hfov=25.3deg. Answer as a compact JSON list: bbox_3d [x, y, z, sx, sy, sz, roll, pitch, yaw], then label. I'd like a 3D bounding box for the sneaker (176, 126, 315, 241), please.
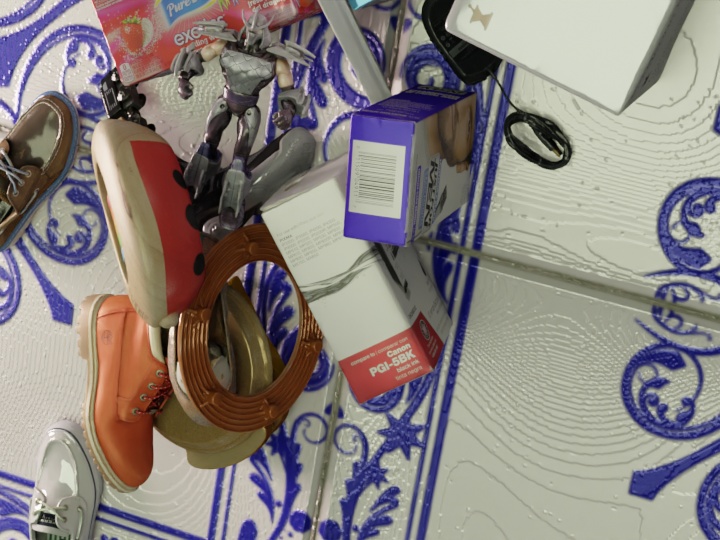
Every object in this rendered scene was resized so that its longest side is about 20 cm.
[{"bbox_3d":[-0.142,-0.090,1.573,0.200,0.075,0.114,-45,69,8],"label":"sneaker"}]

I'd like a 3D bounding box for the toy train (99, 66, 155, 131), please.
[{"bbox_3d":[-0.220,-0.119,1.564,0.046,0.034,0.201,-34,55,19],"label":"toy train"}]

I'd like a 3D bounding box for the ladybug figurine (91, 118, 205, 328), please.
[{"bbox_3d":[-0.188,-0.045,1.440,0.071,0.136,0.202,-14,76,-13],"label":"ladybug figurine"}]

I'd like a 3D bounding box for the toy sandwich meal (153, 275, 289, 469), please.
[{"bbox_3d":[-0.153,0.097,1.634,0.203,0.070,0.208,5,101,30],"label":"toy sandwich meal"}]

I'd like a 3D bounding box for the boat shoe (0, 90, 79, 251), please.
[{"bbox_3d":[-0.355,-0.093,1.652,0.072,0.072,0.201,34,112,8],"label":"boat shoe"}]

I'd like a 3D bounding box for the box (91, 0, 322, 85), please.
[{"bbox_3d":[-0.140,-0.255,1.518,0.198,0.100,0.096,-18,97,24],"label":"box"}]

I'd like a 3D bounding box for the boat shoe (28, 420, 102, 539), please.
[{"bbox_3d":[-0.323,0.266,1.735,0.073,0.067,0.202,3,104,19],"label":"boat shoe"}]

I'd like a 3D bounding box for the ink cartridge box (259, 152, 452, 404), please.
[{"bbox_3d":[0.000,0.000,1.494,0.082,0.147,0.201,-25,100,16],"label":"ink cartridge box"}]

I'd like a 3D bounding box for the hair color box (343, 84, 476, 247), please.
[{"bbox_3d":[0.047,-0.098,1.433,0.064,0.200,0.111,9,106,16],"label":"hair color box"}]

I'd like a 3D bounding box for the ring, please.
[{"bbox_3d":[-0.097,0.056,1.530,0.019,0.199,0.203,11,108,39],"label":"ring"}]

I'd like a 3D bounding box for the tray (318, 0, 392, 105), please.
[{"bbox_3d":[-0.016,-0.224,1.434,0.022,0.108,0.201,-25,130,5],"label":"tray"}]

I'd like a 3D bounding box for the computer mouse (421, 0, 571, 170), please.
[{"bbox_3d":[0.125,-0.174,1.482,0.058,0.034,0.201,-36,94,-5],"label":"computer mouse"}]

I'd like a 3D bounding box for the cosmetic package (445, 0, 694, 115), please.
[{"bbox_3d":[0.196,-0.251,1.340,0.165,0.200,0.169,28,112,11],"label":"cosmetic package"}]

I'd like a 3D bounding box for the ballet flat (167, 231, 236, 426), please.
[{"bbox_3d":[-0.155,0.066,1.528,0.067,0.067,0.202,-5,109,-1],"label":"ballet flat"}]

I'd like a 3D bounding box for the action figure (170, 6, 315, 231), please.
[{"bbox_3d":[-0.112,-0.145,1.462,0.129,0.069,0.202,21,115,10],"label":"action figure"}]

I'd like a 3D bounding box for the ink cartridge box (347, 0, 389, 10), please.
[{"bbox_3d":[0.020,-0.352,1.418,0.124,0.128,0.201,-24,95,23],"label":"ink cartridge box"}]

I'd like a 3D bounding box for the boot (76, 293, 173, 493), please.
[{"bbox_3d":[-0.219,0.123,1.596,0.106,0.075,0.202,-3,96,26],"label":"boot"}]
